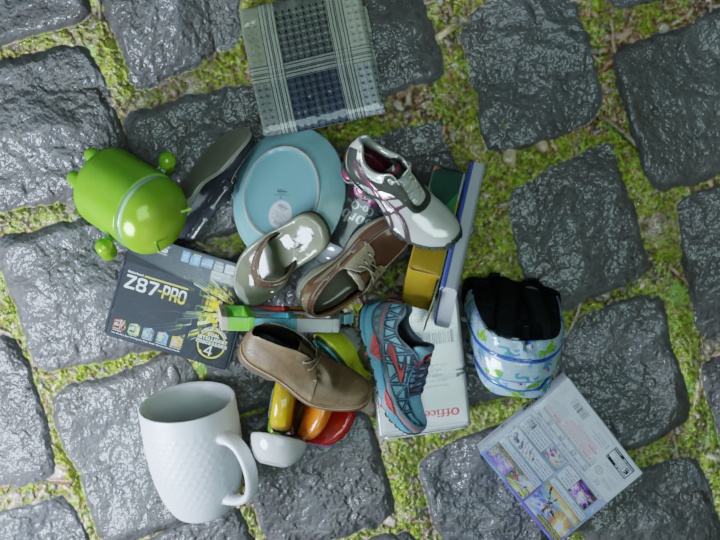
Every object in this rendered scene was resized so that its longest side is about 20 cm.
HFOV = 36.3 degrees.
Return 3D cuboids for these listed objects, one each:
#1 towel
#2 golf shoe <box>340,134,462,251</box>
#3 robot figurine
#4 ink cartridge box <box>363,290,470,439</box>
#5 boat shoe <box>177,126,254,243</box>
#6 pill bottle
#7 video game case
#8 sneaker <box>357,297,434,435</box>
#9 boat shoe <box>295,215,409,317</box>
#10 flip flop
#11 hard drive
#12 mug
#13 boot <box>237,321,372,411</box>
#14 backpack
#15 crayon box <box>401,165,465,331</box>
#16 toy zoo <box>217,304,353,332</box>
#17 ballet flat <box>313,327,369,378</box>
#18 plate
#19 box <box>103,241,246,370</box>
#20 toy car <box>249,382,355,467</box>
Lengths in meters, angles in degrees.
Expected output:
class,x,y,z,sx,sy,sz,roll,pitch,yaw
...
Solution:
class,x,y,z,sx,sy,sz,roll,pitch,yaw
towel,-0.071,-0.308,1.611,0.189,0.035,0.204,-11,83,1
golf shoe,0.056,-0.103,1.493,0.199,0.088,0.077,37,68,8
robot figurine,-0.330,-0.100,1.571,0.198,0.116,0.177,30,78,29
ink cartridge box,0.085,0.141,1.670,0.142,0.085,0.204,-7,96,-2
boat shoe,-0.220,-0.126,1.638,0.201,0.073,0.063,-49,127,3
pill bottle,-0.009,-0.072,1.619,0.115,0.116,0.203,23,96,-6
video game case,0.311,0.295,1.721,0.181,0.045,0.201,-39,98,2
sneaker,0.065,0.139,1.573,0.094,0.079,0.203,-17,98,23
boat shoe,0.000,0.000,1.541,0.199,0.072,0.076,-40,119,4
flip flop,-0.120,-0.013,1.564,0.199,0.058,0.082,-34,97,36
hard drive,0.142,-0.036,1.580,0.025,0.133,0.203,13,65,5
mug,-0.227,0.280,1.625,0.197,0.147,0.179,8,113,39
boot,-0.070,0.132,1.501,0.197,0.076,0.075,24,54,-7
backpack,0.229,0.095,1.612,0.160,0.200,0.157,8,99,-5
crayon box,0.101,-0.031,1.581,0.050,0.127,0.203,14,65,3
toy zoo,-0.106,0.069,1.590,0.196,0.131,0.021,2,96,-10
ballet flat,-0.022,0.122,1.621,0.066,0.201,0.067,35,74,25
plate,-0.111,-0.112,1.601,0.197,0.025,0.205,-4,81,28
box,-0.271,0.045,1.657,0.196,0.049,0.164,18,93,-6
toy car,-0.080,0.203,1.614,0.147,0.200,0.179,10,77,-5
